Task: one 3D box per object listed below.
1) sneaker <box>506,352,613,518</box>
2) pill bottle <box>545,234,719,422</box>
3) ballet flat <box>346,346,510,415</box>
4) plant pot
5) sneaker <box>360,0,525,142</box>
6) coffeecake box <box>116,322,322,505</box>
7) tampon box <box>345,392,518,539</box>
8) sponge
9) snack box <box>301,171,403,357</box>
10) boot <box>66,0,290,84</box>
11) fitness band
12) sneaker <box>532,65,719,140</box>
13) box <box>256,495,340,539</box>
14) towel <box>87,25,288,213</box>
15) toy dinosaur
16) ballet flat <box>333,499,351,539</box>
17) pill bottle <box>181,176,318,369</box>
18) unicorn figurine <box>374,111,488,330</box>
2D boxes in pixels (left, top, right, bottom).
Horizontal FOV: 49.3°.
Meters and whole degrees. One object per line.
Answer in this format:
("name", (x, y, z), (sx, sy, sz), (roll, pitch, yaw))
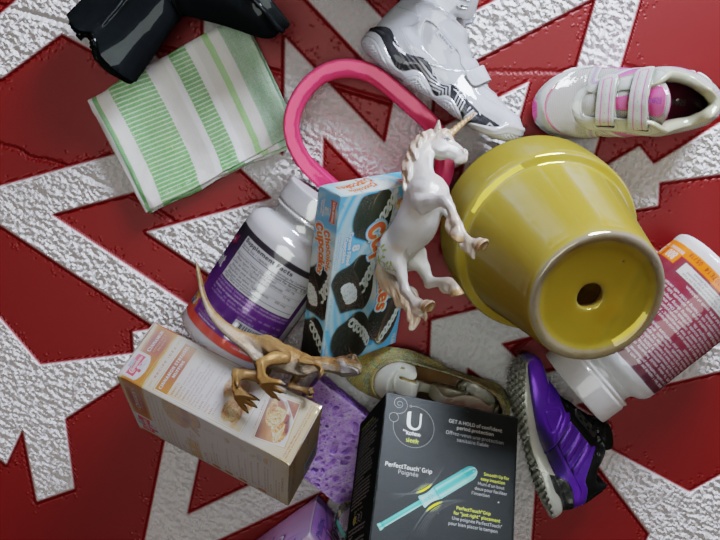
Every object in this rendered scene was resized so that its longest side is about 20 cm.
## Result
("sneaker", (0.235, 0.179, 0.904), (0.099, 0.070, 0.200), (-17, 104, -1))
("pill bottle", (0.309, 0.065, 0.851), (0.200, 0.114, 0.114), (-41, 96, 9))
("ballet flat", (0.077, 0.136, 0.899), (0.200, 0.071, 0.071), (16, 101, 0))
("plant pot", (0.196, -0.013, 0.779), (0.200, 0.189, 0.201), (-3, 114, -7))
("sneaker", (0.109, -0.225, 0.824), (0.200, 0.075, 0.115), (34, 102, -1))
("coffeecake box", (-0.148, 0.159, 0.850), (0.200, 0.154, 0.073), (25, 60, 9))
("tampon box", (0.071, 0.252, 0.824), (0.150, 0.126, 0.200), (13, 62, -8))
("sponge", (-0.005, 0.227, 0.938), (0.200, 0.030, 0.112), (39, 100, -5))
("snack box", (0.000, 0.000, 0.834), (0.037, 0.116, 0.200), (30, 123, 39))
("boot", (-0.194, -0.260, 0.824), (0.200, 0.076, 0.168), (41, 97, 8))
("fitness band", (0.010, -0.138, 0.858), (0.200, 0.037, 0.144), (39, 97, -12))
("sneaker", (0.282, -0.179, 0.818), (0.200, 0.088, 0.081), (-5, 100, 4))
("box", (-0.061, 0.412, 0.943), (0.176, 0.097, 0.200), (-38, 98, 9))
("towel", (-0.185, -0.170, 0.876), (0.200, 0.023, 0.153), (-25, 98, 7))
("toy dinosaur", (-0.099, 0.083, 0.788), (0.200, 0.106, 0.060), (25, 128, -7))
("ballet flat", (0.068, 0.313, 0.903), (0.200, 0.072, 0.072), (11, 101, -11))
("pill bottle", (-0.097, 0.002, 0.859), (0.111, 0.111, 0.200), (36, 100, -4))
("unicorn figurine", (0.066, -0.050, 0.761), (0.074, 0.137, 0.200), (16, 119, -45))
